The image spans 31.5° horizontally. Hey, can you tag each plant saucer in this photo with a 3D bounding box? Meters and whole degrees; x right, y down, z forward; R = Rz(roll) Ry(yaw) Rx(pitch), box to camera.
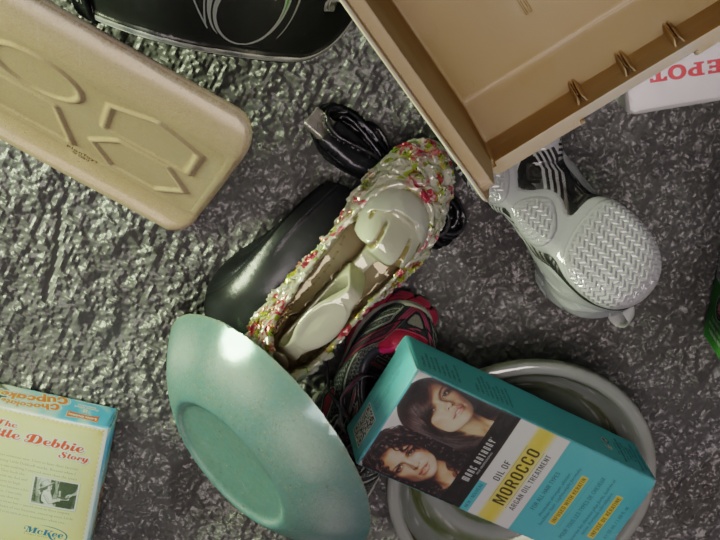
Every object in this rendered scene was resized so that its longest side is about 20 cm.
[{"bbox_3d":[0.116,0.147,0.947,0.200,0.050,0.200,-3,113,-6],"label":"plant saucer"},{"bbox_3d":[-0.077,0.122,0.875,0.039,0.201,0.201,-40,110,-28],"label":"plant saucer"}]

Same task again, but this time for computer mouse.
[{"bbox_3d":[-0.035,-0.006,0.896,0.138,0.053,0.200,40,105,-14],"label":"computer mouse"}]

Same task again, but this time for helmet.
[{"bbox_3d":[-0.078,-0.233,0.739,0.200,0.200,0.191,12,110,-5],"label":"helmet"}]

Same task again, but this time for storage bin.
[{"bbox_3d":[0.099,-0.164,0.649,0.200,0.094,0.199,-31,120,13],"label":"storage bin"}]

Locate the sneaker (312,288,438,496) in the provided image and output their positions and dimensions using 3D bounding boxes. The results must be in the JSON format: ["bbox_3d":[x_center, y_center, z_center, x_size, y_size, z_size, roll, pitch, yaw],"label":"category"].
[{"bbox_3d":[-0.006,0.110,0.926,0.081,0.075,0.200,20,109,-7],"label":"sneaker"}]

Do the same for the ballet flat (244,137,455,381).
[{"bbox_3d":[0.000,0.000,0.848,0.076,0.064,0.200,37,93,-15],"label":"ballet flat"}]

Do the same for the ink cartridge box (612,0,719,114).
[{"bbox_3d":[0.210,-0.216,0.770,0.146,0.146,0.200,-9,111,4],"label":"ink cartridge box"}]

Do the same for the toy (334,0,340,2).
[{"bbox_3d":[0.061,-0.197,0.757,0.047,0.200,0.115,29,107,27],"label":"toy"}]

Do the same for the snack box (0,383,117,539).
[{"bbox_3d":[-0.291,0.140,0.956,0.200,0.037,0.116,13,110,-5],"label":"snack box"}]

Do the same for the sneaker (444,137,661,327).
[{"bbox_3d":[0.124,-0.042,0.869,0.075,0.115,0.200,-37,69,-4],"label":"sneaker"}]

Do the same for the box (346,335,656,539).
[{"bbox_3d":[0.098,0.126,0.878,0.200,0.049,0.082,25,108,-18],"label":"box"}]

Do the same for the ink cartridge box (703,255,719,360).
[{"bbox_3d":[0.300,-0.019,0.843,0.083,0.147,0.200,6,109,-1],"label":"ink cartridge box"}]

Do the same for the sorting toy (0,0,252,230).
[{"bbox_3d":[-0.167,-0.104,0.811,0.185,0.200,0.037,29,69,-10],"label":"sorting toy"}]
